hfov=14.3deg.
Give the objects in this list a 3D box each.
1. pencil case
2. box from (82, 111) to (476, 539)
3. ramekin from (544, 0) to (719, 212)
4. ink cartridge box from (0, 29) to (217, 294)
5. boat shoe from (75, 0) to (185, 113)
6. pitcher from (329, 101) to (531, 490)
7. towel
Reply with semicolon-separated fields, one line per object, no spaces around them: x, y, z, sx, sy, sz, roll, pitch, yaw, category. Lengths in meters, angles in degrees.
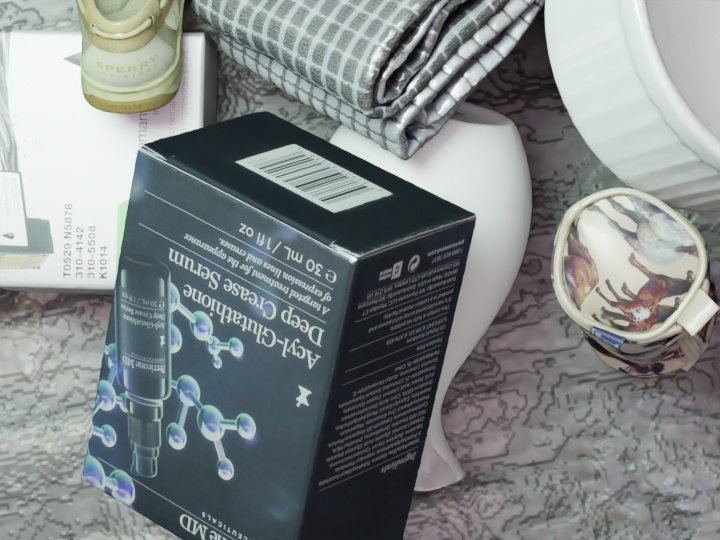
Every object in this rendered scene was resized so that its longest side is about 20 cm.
0.150;0.012;1.531;0.078;0.200;0.090;-39;79;2;pencil case
-0.045;0.041;1.498;0.148;0.107;0.200;27;118;30;box
0.189;-0.125;1.465;0.200;0.098;0.201;8;75;-32;ramekin
-0.183;-0.060;1.601;0.199;0.084;0.147;1;89;3;ink cartridge box
-0.128;-0.170;1.556;0.073;0.201;0.063;-2;134;0;boat shoe
0.000;0.000;1.582;0.171;0.121;0.201;16;103;13;pitcher
0.024;-0.175;1.531;0.200;0.086;0.165;-50;45;-10;towel
